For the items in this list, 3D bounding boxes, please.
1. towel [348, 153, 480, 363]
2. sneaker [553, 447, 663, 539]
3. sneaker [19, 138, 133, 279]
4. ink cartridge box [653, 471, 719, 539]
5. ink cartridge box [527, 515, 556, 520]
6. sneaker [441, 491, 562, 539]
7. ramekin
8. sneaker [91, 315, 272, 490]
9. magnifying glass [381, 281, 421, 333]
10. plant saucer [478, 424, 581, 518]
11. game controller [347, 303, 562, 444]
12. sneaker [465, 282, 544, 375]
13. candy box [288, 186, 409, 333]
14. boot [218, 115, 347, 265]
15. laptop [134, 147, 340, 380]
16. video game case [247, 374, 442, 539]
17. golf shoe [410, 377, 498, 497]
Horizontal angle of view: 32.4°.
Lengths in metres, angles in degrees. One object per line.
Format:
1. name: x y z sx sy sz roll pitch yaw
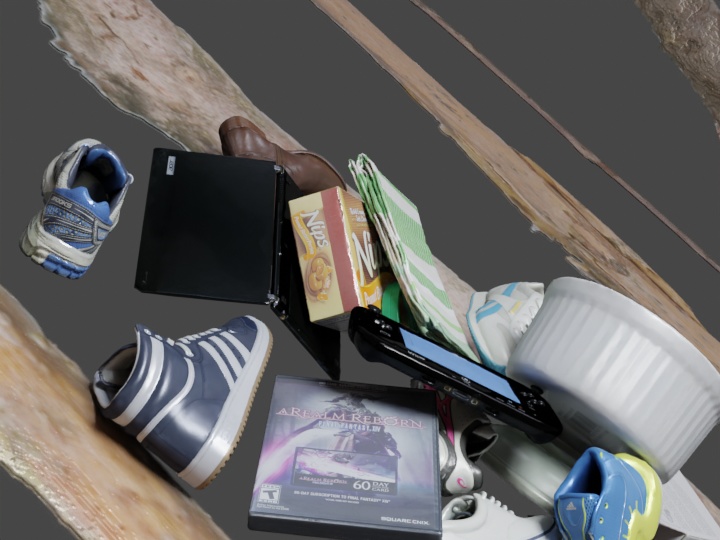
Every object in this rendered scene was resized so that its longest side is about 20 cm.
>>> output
1. towel: 0.057 -0.005 1.197 0.152 0.023 0.201 40 23 -59
2. sneaker: 0.186 0.238 1.020 0.105 0.075 0.202 35 58 -33
3. sneaker: -0.225 -0.071 1.052 0.077 0.085 0.201 31 22 -20
4. ink cartridge box: 0.302 0.228 1.376 0.175 0.045 0.201 22 27 -39
5. ink cartridge box: 0.219 0.306 1.100 0.094 0.037 0.201 16 33 -47
6. sneaker: 0.106 0.216 1.022 0.199 0.073 0.072 0 70 -57
7. ramekin: 0.228 0.108 1.134 0.200 0.098 0.201 36 -13 10
8. sneaker: -0.134 0.070 0.943 0.108 0.070 0.201 36 24 -13
9. magnifying glass: 0.059 0.053 1.221 0.200 0.022 0.081 7 75 -70
10. plant saucer: 0.189 0.194 1.172 0.199 0.050 0.200 33 3 -2
11. game controller: 0.080 0.087 1.053 0.198 0.042 0.104 26 1 -9
12. sneaker: 0.157 0.061 1.275 0.200 0.080 0.077 -75 146 -68
13. candy box: 0.000 0.000 1.195 0.200 0.055 0.117 24 53 -68
14. boot: -0.070 -0.060 1.324 0.185 0.064 0.201 26 28 -33
15. laptop: -0.105 -0.005 1.155 0.200 0.102 0.179 53 27 -43
16. video game case: -0.008 0.145 0.980 0.141 0.019 0.200 6 26 0
17. golf shoe: 0.078 0.143 1.109 0.091 0.073 0.200 8 25 9
